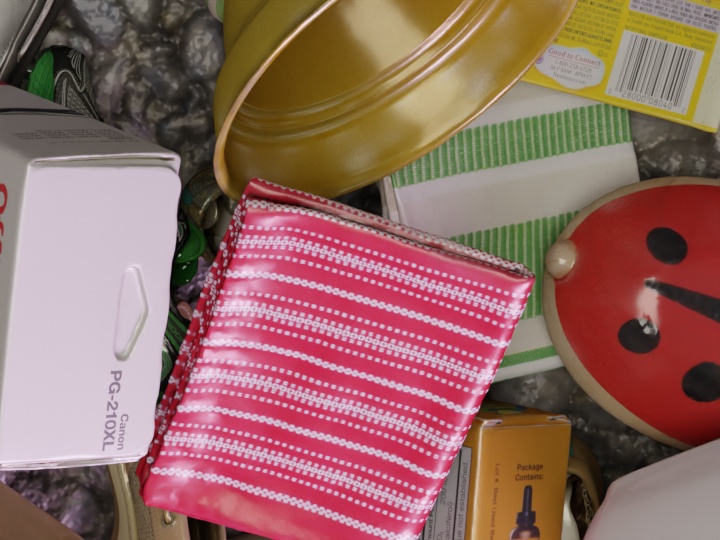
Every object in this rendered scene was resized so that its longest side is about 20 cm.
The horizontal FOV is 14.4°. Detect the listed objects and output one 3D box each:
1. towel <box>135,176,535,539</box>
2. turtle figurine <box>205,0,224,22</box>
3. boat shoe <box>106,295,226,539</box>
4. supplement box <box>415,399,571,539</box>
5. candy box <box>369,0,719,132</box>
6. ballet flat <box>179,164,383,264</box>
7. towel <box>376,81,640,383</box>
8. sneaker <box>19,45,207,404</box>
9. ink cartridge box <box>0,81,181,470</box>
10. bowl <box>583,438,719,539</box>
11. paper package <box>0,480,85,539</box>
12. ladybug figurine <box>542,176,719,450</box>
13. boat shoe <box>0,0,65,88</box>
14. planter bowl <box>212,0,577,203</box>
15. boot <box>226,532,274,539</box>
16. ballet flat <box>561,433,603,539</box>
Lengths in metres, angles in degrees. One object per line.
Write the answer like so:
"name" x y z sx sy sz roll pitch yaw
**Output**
"towel" -0.016 0.056 1.343 0.144 0.023 0.201 17 127 -7
"turtle figurine" -0.046 -0.197 1.371 0.193 0.200 0.144 -21 66 -18
"boat shoe" -0.089 0.107 1.440 0.064 0.071 0.202 -5 79 22
"supplement box" 0.054 0.167 1.425 0.066 0.069 0.202 1 99 -43
"candy box" 0.105 -0.140 1.411 0.199 0.026 0.103 13 95 -25
"ballet flat" 0.000 0.000 1.448 0.199 0.071 0.071 21 97 -2
"towel" 0.072 -0.047 1.430 0.152 0.023 0.202 -11 93 -25
"sneaker" -0.125 -0.022 1.426 0.085 0.078 0.201 -14 71 -9
"ink cartridge box" -0.175 -0.005 1.335 0.084 0.200 0.146 -2 106 -36
"bowl" 0.197 0.131 1.410 0.198 0.200 0.075 -21 70 3
"paper package" -0.247 0.164 1.403 0.190 0.200 0.104 35 53 -2
"ladybug figurine" 0.183 0.025 1.421 0.199 0.072 0.137 16 89 -20
"boat shoe" -0.189 -0.130 1.439 0.066 0.057 0.201 21 97 -1
"planter bowl" 0.000 -0.123 1.298 0.200 0.200 0.084 -35 68 5
"boot" -0.051 0.160 1.473 0.145 0.070 0.202 0 86 12
"ballet flat" 0.089 0.184 1.470 0.068 0.063 0.202 3 98 -5
